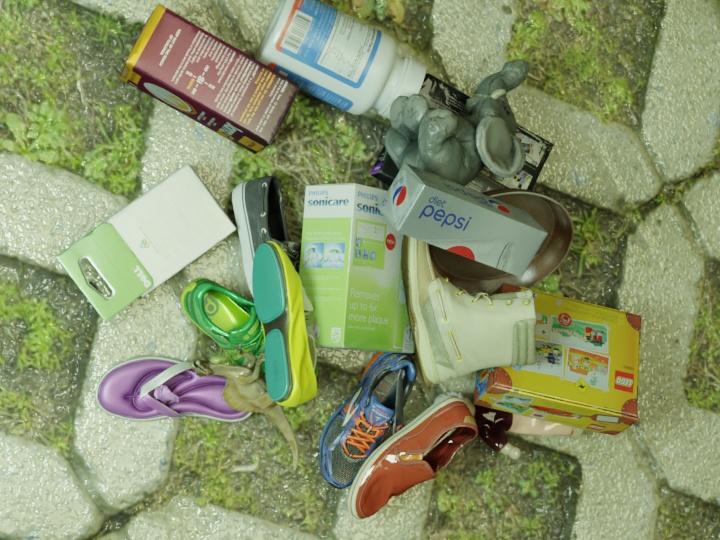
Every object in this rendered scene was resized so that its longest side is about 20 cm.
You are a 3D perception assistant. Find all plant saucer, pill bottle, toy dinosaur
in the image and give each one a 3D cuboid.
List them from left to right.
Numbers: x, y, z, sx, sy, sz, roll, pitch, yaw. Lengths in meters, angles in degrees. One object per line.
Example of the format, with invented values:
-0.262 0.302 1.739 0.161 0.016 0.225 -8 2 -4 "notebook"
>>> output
-0.118 0.151 1.620 0.101 0.058 0.200 -36 113 24 "toy dinosaur"
-0.023 -0.266 1.671 0.200 0.112 0.112 25 81 -13 "pill bottle"
0.175 -0.038 1.695 0.200 0.200 0.035 -1 46 -15 "plant saucer"

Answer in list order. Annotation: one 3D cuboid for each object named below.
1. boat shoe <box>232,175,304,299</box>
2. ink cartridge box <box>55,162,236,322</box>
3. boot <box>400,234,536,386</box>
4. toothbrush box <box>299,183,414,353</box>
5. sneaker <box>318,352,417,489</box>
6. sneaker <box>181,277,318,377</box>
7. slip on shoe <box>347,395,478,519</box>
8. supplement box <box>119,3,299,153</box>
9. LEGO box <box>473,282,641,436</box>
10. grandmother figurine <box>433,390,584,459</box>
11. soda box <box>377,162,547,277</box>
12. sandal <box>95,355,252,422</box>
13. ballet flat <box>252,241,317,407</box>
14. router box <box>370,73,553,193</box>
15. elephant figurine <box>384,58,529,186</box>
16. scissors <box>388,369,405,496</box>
-0.104 -0.026 1.635 0.066 0.070 0.200 -23 68 25 "boat shoe"
-0.265 -0.033 1.622 0.200 0.059 0.104 -37 96 -13 "ink cartridge box"
0.134 0.033 1.613 0.154 0.072 0.200 -10 99 -1 "boot"
0.000 0.000 1.644 0.146 0.086 0.200 10 82 -50 "toothbrush box"
0.010 0.185 1.673 0.075 0.078 0.200 28 81 -11 "sneaker"
-0.139 0.085 1.637 0.200 0.084 0.074 38 79 -11 "sneaker"
0.065 0.240 1.641 0.200 0.061 0.074 -40 137 -5 "slip on shoe"
-0.188 -0.233 1.626 0.200 0.110 0.086 29 81 -11 "supplement box"
0.259 0.117 1.712 0.200 0.077 0.149 14 63 -10 "LEGO box"
0.193 0.190 1.736 0.200 0.061 0.121 5 59 -12 "grandmother figurine"
0.124 -0.058 1.572 0.200 0.063 0.068 19 110 -33 "soda box"
-0.225 0.148 1.628 0.202 0.050 0.083 3 86 -16 "sandal"
-0.086 0.065 1.568 0.067 0.067 0.200 5 70 -40 "ballet flat"
0.135 -0.147 1.736 0.200 0.051 0.149 28 82 -12 "router box"
0.143 -0.165 1.646 0.200 0.142 0.155 -8 130 -29 "elephant figurine"
0.052 0.206 1.662 0.073 0.014 0.200 -4 119 -33 "scissors"
